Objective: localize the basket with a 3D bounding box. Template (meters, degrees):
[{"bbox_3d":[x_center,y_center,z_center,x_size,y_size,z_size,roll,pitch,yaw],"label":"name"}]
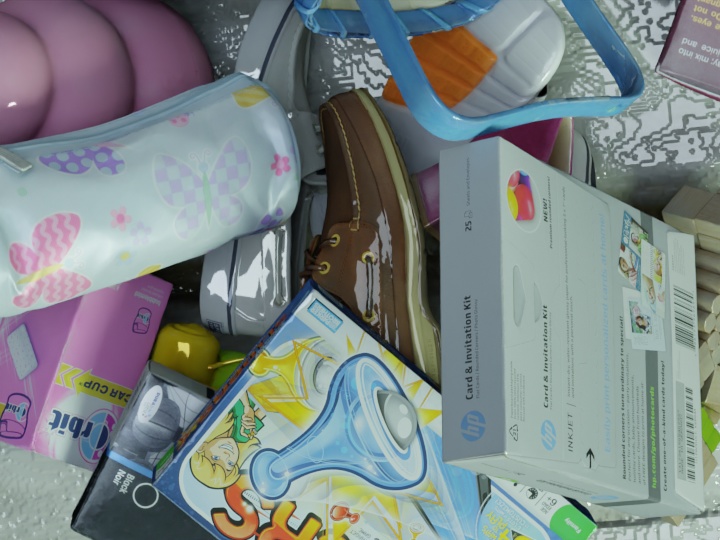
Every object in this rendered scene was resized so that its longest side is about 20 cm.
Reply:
[{"bbox_3d":[0.047,-0.159,1.054,0.139,0.176,0.201,-37,75,38],"label":"basket"}]

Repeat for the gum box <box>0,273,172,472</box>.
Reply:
[{"bbox_3d":[-0.214,0.034,1.194,0.199,0.066,0.114,14,82,39],"label":"gum box"}]

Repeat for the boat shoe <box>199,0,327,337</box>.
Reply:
[{"bbox_3d":[-0.044,-0.060,1.190,0.065,0.072,0.202,8,79,11],"label":"boat shoe"}]

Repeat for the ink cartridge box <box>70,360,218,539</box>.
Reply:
[{"bbox_3d":[-0.049,0.137,1.131,0.199,0.039,0.100,26,95,-9],"label":"ink cartridge box"}]

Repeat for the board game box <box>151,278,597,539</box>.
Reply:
[{"bbox_3d":[0.007,0.120,1.095,0.200,0.034,0.136,39,95,-9],"label":"board game box"}]

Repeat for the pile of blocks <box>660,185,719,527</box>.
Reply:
[{"bbox_3d":[0.183,0.039,1.178,0.062,0.082,0.202,19,91,42],"label":"pile of blocks"}]

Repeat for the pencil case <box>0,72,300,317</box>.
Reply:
[{"bbox_3d":[-0.129,-0.041,1.084,0.199,0.083,0.092,-18,103,-30],"label":"pencil case"}]

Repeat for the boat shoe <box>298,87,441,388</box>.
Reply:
[{"bbox_3d":[0.000,0.000,1.133,0.067,0.072,0.202,-10,85,-11],"label":"boat shoe"}]

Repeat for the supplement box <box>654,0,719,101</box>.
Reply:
[{"bbox_3d":[0.242,-0.181,1.111,0.102,0.131,0.202,21,97,9],"label":"supplement box"}]

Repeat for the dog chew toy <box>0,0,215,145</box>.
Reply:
[{"bbox_3d":[-0.168,-0.100,1.152,0.124,0.199,0.126,0,91,30],"label":"dog chew toy"}]

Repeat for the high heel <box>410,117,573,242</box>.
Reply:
[{"bbox_3d":[0.098,0.011,1.099,0.095,0.067,0.201,-26,60,17],"label":"high heel"}]

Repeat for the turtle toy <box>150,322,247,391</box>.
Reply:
[{"bbox_3d":[-0.094,0.101,1.207,0.198,0.101,0.147,18,98,8],"label":"turtle toy"}]

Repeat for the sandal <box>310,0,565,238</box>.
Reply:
[{"bbox_3d":[0.047,-0.084,1.195,0.207,0.059,0.079,-47,67,28],"label":"sandal"}]

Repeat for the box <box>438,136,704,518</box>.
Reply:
[{"bbox_3d":[0.111,0.035,1.052,0.041,0.199,0.158,-11,71,34],"label":"box"}]

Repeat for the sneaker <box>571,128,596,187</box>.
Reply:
[{"bbox_3d":[0.102,0.020,1.181,0.078,0.079,0.202,9,79,53],"label":"sneaker"}]
